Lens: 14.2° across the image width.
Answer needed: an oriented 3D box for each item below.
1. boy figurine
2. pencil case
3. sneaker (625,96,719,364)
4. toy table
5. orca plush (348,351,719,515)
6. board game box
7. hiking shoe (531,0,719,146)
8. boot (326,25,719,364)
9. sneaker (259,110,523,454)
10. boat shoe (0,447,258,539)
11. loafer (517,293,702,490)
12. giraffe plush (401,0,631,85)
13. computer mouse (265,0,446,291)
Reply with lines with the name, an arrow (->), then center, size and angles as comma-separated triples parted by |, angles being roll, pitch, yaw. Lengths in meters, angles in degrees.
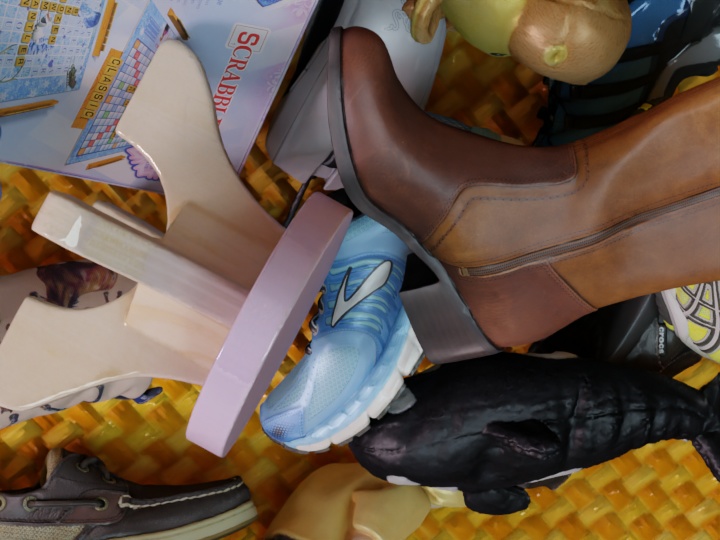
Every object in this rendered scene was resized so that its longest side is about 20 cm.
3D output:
boy figurine -> -0.012, 0.141, 1.522 | 0.200, 0.124, 0.065 | -34, 101, -29
pencil case -> -0.196, 0.048, 1.409 | 0.199, 0.078, 0.090 | -14, 147, -26
sneaker -> 0.189, 0.000, 1.443 | 0.075, 0.076, 0.200 | -47, 133, -6
toy table -> -0.082, 0.000, 1.315 | 0.117, 0.200, 0.184 | 28, 79, 2
orca plush -> 0.096, 0.091, 1.459 | 0.199, 0.071, 0.106 | 11, 109, -9
board game box -> -0.126, -0.125, 1.336 | 0.199, 0.041, 0.200 | 11, 136, -17
hiking shoe -> 0.116, -0.096, 1.453 | 0.087, 0.074, 0.200 | 34, 95, -21
boot -> 0.096, -0.055, 1.326 | 0.199, 0.069, 0.189 | -17, 112, 15
sneaker -> 0.000, 0.000, 1.440 | 0.090, 0.078, 0.200 | 28, 110, -12
boat shoe -> -0.152, 0.124, 1.494 | 0.199, 0.073, 0.065 | -9, 88, -16
loafer -> 0.147, 0.043, 1.528 | 0.071, 0.073, 0.200 | 29, 107, -25
giraffe plush -> 0.098, -0.160, 1.347 | 0.172, 0.200, 0.162 | 16, 119, -50
computer mouse -> -0.010, -0.073, 1.439 | 0.109, 0.044, 0.201 | 14, 114, -21
